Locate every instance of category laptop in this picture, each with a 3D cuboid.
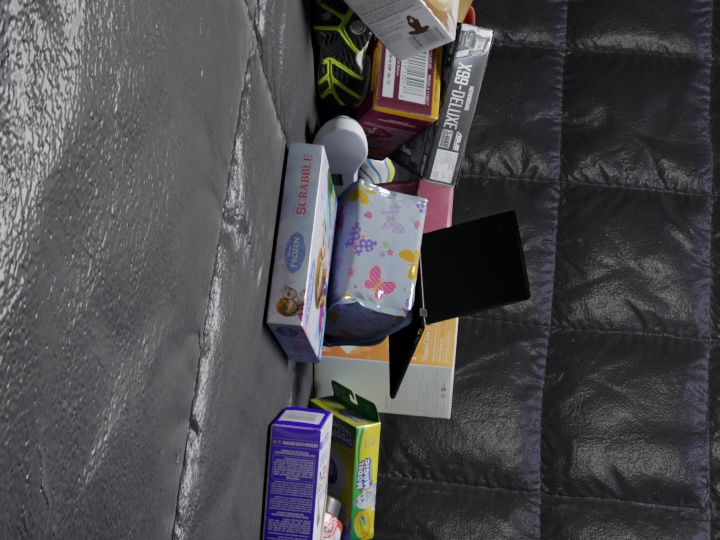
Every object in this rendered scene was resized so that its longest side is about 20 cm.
[{"bbox_3d":[0.117,0.041,1.399,0.188,0.115,0.201,-89,-165,-54],"label":"laptop"}]

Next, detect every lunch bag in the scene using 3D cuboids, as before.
[{"bbox_3d":[0.000,0.000,1.429,0.200,0.126,0.171,144,-43,-61],"label":"lunch bag"}]

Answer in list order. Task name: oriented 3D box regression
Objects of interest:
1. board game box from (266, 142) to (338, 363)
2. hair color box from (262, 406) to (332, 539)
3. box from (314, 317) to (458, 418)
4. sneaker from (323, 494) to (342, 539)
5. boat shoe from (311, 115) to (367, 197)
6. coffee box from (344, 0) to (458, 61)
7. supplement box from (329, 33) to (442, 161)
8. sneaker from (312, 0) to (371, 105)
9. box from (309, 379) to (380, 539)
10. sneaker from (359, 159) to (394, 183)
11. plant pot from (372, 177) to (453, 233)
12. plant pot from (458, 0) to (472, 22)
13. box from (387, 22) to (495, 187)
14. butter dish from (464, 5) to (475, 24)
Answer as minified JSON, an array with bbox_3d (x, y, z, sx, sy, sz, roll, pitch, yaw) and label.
[{"bbox_3d":[-0.062,-0.013,1.247,0.200,0.041,0.202,76,19,-75],"label":"board game box"},{"bbox_3d":[-0.073,0.268,1.271,0.109,0.064,0.202,-35,131,-84],"label":"hair color box"},{"bbox_3d":[0.039,0.132,1.612,0.125,0.198,0.098,-78,171,-56],"label":"box"},{"bbox_3d":[-0.068,0.361,1.431,0.202,0.067,0.109,97,11,-65],"label":"sneaker"},{"bbox_3d":[-0.029,-0.153,1.395,0.200,0.073,0.066,109,-16,-69],"label":"boat shoe"},{"bbox_3d":[0.025,-0.340,1.198,0.200,0.079,0.115,41,46,-42],"label":"coffee box"},{"bbox_3d":[0.029,-0.226,1.438,0.200,0.085,0.112,152,-55,-68],"label":"supplement box"},{"bbox_3d":[-0.023,-0.293,1.331,0.201,0.075,0.077,105,-12,-52],"label":"sneaker"},{"bbox_3d":[-0.025,0.263,1.535,0.117,0.048,0.202,21,-69,51],"label":"box"},{"bbox_3d":[0.014,-0.112,1.807,0.200,0.075,0.106,86,11,-64],"label":"sneaker"},{"bbox_3d":[0.044,-0.049,1.622,0.200,0.177,0.202,5,90,-84],"label":"plant pot"},{"bbox_3d":[0.060,-0.355,1.669,0.186,0.185,0.202,-2,109,-85],"label":"plant pot"},{"bbox_3d":[0.100,-0.223,1.437,0.158,0.049,0.202,-136,-123,-68],"label":"box"},{"bbox_3d":[0.107,-0.433,2.155,0.148,0.199,0.201,-50,154,-37],"label":"butter dish"}]
